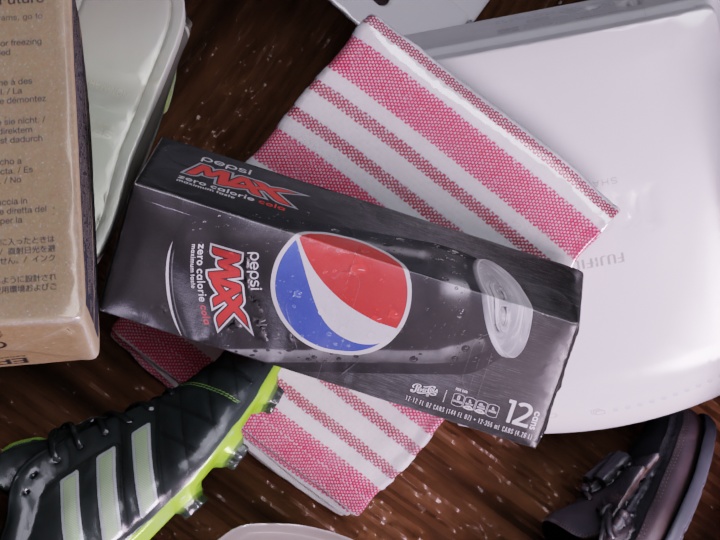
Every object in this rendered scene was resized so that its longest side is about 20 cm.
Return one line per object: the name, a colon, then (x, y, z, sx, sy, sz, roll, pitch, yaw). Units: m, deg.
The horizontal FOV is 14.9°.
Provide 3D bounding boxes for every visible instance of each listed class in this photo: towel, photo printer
towel: (0.000, 0.000, 1.243, 0.146, 0.030, 0.200, 38, 105, -7)
photo printer: (0.102, -0.022, 1.277, 0.166, 0.069, 0.200, -10, 107, 3)

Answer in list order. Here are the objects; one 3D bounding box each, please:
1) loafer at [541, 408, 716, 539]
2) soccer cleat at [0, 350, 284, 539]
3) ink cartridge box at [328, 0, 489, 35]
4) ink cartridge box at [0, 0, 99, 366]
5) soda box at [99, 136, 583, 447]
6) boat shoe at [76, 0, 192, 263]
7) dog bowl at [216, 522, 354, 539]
loafer: (0.104, 0.140, 1.285, 0.063, 0.072, 0.200, 30, 68, -6)
soccer cleat: (-0.111, 0.089, 1.200, 0.081, 0.068, 0.200, 43, 78, 2)
ink cartridge box: (0.029, -0.187, 1.355, 0.116, 0.067, 0.200, 41, 63, -7)
ink cartridge box: (-0.216, -0.040, 1.172, 0.200, 0.075, 0.165, -4, 73, 0)
soda box: (-0.006, 0.009, 1.192, 0.200, 0.071, 0.063, 17, 111, 0)
boat shoe: (-0.135, -0.043, 1.242, 0.072, 0.060, 0.202, 24, 76, 5)
dog bowl: (-0.042, 0.214, 1.205, 0.200, 0.059, 0.200, 6, 73, -19)
